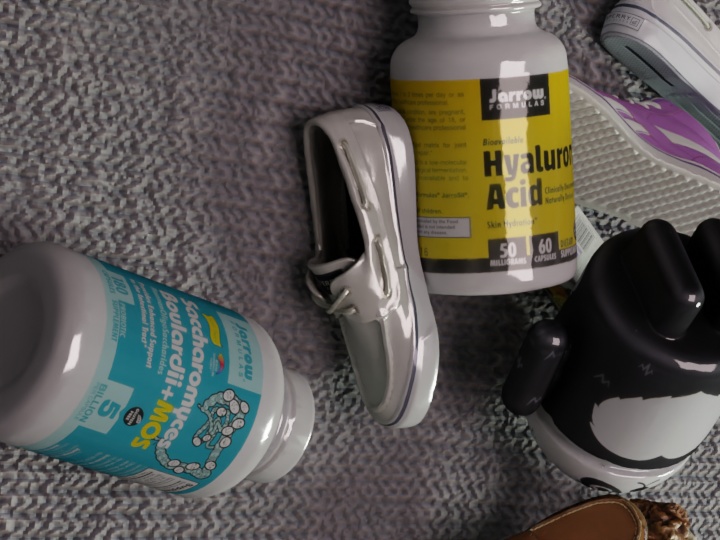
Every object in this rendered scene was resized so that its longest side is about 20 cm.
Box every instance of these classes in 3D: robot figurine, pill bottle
[{"bbox_3d":[0.182,0.056,1.574,0.150,0.200,0.125,28,44,2],"label":"robot figurine"},{"bbox_3d":[-0.119,0.062,1.373,0.200,0.111,0.111,21,81,-41],"label":"pill bottle"},{"bbox_3d":[0.075,-0.090,1.529,0.111,0.111,0.200,-11,101,-41],"label":"pill bottle"}]

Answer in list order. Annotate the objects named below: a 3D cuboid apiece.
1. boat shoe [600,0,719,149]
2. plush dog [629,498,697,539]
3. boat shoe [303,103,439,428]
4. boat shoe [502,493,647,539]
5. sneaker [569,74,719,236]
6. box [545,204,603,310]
[{"bbox_3d":[0.248,-0.133,1.704,0.200,0.074,0.067,40,71,-36],"label":"boat shoe"},{"bbox_3d":[0.184,0.246,1.673,0.200,0.160,0.172,77,29,-54],"label":"plush dog"},{"bbox_3d":[0.000,0.000,1.502,0.066,0.072,0.200,-9,101,-36],"label":"boat shoe"},{"bbox_3d":[0.102,0.205,1.567,0.200,0.072,0.068,-34,159,-13],"label":"boat shoe"},{"bbox_3d":[0.163,-0.091,1.648,0.200,0.114,0.073,32,118,-18],"label":"sneaker"},{"bbox_3d":[0.171,0.033,1.678,0.041,0.039,0.200,-55,126,-22],"label":"box"}]
